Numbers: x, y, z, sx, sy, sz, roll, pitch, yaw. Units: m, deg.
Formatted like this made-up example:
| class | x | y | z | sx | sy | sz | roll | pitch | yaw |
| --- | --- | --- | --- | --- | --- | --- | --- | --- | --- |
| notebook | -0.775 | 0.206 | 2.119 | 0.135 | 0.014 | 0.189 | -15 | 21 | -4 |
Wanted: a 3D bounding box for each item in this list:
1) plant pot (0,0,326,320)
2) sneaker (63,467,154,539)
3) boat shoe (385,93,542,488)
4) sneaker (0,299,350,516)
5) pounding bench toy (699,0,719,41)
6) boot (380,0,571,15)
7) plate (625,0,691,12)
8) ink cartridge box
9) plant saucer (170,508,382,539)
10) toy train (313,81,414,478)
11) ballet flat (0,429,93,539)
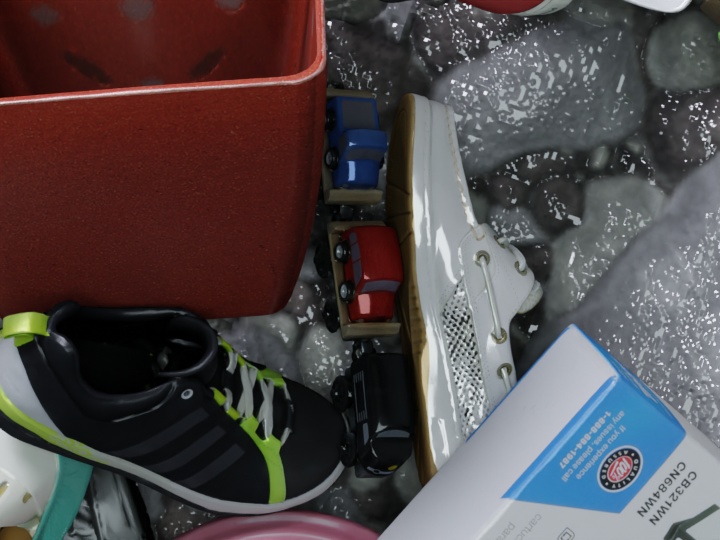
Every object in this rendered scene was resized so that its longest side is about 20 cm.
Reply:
| class | x | y | z | sx | sy | sz | roll | pitch | yaw |
| --- | --- | --- | --- | --- | --- | --- | --- | --- | --- |
| plant pot | -0.108 | -0.081 | 0.931 | 0.200 | 0.200 | 0.176 | -4 | 137 | 2 |
| sneaker | -0.163 | 0.117 | 1.019 | 0.104 | 0.060 | 0.200 | -16 | 95 | -1 |
| boat shoe | 0.054 | 0.011 | 1.003 | 0.069 | 0.071 | 0.200 | -6 | 93 | -6 |
| sneaker | -0.078 | 0.061 | 0.939 | 0.200 | 0.083 | 0.072 | 15 | 56 | -32 |
| pounding bench toy | 0.225 | -0.106 | 0.958 | 0.156 | 0.124 | 0.200 | 42 | 94 | 1 |
| boot | 0.038 | -0.217 | 0.915 | 0.072 | 0.144 | 0.200 | -5 | 89 | 42 |
| plate | 0.101 | -0.247 | 0.997 | 0.199 | 0.032 | 0.200 | 21 | 93 | 9 |
| ink cartridge box | 0.131 | 0.147 | 0.963 | 0.200 | 0.084 | 0.146 | 39 | 94 | -18 |
| plant saucer | -0.038 | 0.215 | 0.978 | 0.200 | 0.051 | 0.201 | 0 | 88 | -5 |
| toy train | 0.000 | 0.000 | 0.990 | 0.034 | 0.046 | 0.200 | 0 | 74 | -27 |
| ballet flat | -0.177 | 0.125 | 0.959 | 0.067 | 0.070 | 0.200 | 24 | 96 | 8 |
